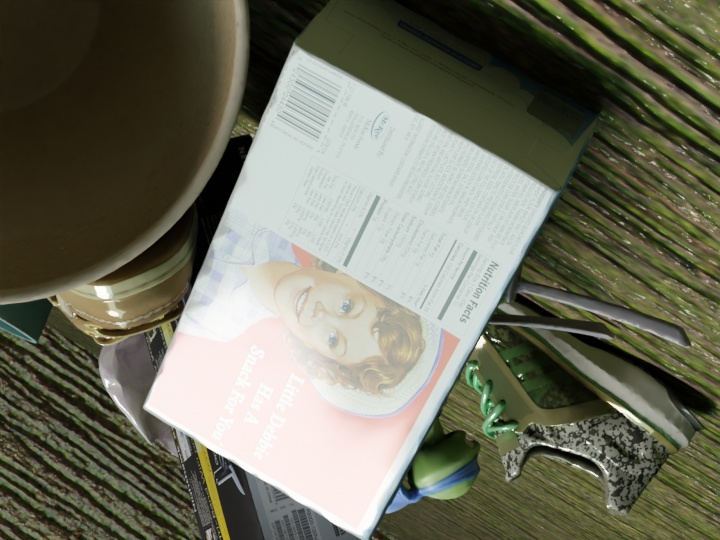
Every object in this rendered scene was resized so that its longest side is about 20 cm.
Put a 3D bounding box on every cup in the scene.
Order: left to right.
[{"bbox_3d":[-0.151,-0.103,0.755,0.200,0.201,0.143,34,-173,-18],"label":"cup"}]

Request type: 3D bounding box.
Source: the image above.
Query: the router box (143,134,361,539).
[{"bbox_3d":[-0.063,0.052,0.931,0.157,0.052,0.201,139,115,-72],"label":"router box"}]

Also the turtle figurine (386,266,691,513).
[{"bbox_3d":[0.037,0.002,0.954,0.194,0.200,0.144,54,-162,-3],"label":"turtle figurine"}]

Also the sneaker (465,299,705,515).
[{"bbox_3d":[0.092,0.073,1.080,0.199,0.089,0.077,27,169,21],"label":"sneaker"}]

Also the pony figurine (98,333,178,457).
[{"bbox_3d":[-0.141,0.004,1.298,0.193,0.167,0.200,44,180,-23],"label":"pony figurine"}]

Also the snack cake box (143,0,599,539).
[{"bbox_3d":[0.000,0.000,0.765,0.115,0.067,0.201,29,126,3],"label":"snack cake box"}]

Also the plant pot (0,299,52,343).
[{"bbox_3d":[-0.234,-0.076,1.076,0.200,0.162,0.201,28,172,4],"label":"plant pot"}]

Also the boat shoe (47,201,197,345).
[{"bbox_3d":[-0.105,-0.005,0.829,0.200,0.074,0.067,-136,26,-70],"label":"boat shoe"}]
